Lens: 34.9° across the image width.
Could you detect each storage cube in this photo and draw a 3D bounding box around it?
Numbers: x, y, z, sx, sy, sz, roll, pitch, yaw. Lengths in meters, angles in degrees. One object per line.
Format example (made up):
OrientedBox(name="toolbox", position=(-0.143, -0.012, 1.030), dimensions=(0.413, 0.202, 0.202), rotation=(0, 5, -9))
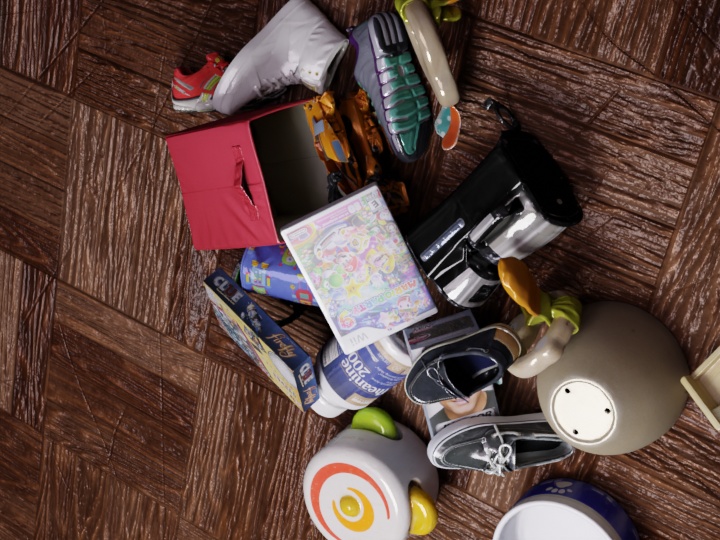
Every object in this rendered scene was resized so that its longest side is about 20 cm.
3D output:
OrientedBox(name="storage cube", position=(-0.139, -0.137, 1.607), dimensions=(0.178, 0.199, 0.173), rotation=(-3, 106, 42))

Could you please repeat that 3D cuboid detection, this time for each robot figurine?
OrientedBox(name="robot figurine", position=(0.000, -0.145, 1.556), dimensions=(0.058, 0.144, 0.202), rotation=(-29, 81, 44))

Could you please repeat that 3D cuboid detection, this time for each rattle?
OrientedBox(name="rattle", position=(0.184, 0.070, 1.496), dimensions=(0.200, 0.141, 0.132), rotation=(-17, 57, 66))
OrientedBox(name="rattle", position=(0.133, -0.277, 1.466), dimensions=(0.202, 0.142, 0.130), rotation=(65, 166, -3))

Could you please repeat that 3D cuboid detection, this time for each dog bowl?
OrientedBox(name="dog bowl", position=(0.289, 0.398, 1.606), dimensions=(0.198, 0.079, 0.203), rotation=(11, 113, 28))

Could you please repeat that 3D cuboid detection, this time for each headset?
OrientedBox(name="headset", position=(-0.114, 0.003, 1.705), dimensions=(0.200, 0.094, 0.124), rotation=(-42, 84, 18))

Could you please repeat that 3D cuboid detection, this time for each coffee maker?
OrientedBox(name="coffee maker", position=(0.165, -0.079, 1.500), dimensions=(0.200, 0.134, 0.194), rotation=(-42, 45, 34))

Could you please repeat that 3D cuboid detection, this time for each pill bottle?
OrientedBox(name="pill bottle", position=(0.004, 0.132, 1.667), dimensions=(0.200, 0.111, 0.111), rotation=(-40, 85, 35))

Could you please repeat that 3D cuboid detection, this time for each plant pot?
OrientedBox(name="plant pot", position=(0.309, 0.157, 1.476), dimensions=(0.198, 0.134, 0.203), rotation=(11, 113, 27))

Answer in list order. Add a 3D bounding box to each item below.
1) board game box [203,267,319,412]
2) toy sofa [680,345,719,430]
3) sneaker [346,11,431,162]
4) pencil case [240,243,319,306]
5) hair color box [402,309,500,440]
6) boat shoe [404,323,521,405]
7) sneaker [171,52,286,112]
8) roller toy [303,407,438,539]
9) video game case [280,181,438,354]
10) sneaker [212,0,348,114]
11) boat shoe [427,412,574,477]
OrientedBox(name="board game box", position=(-0.141, 0.100, 1.644), dimensions=(0.200, 0.035, 0.136), rotation=(43, 160, 25))
OrientedBox(name="toy sofa", position=(0.493, 0.101, 1.386), dimensions=(0.201, 0.097, 0.083), rotation=(-56, 51, 33))
OrientedBox(name="sneaker", position=(0.036, -0.244, 1.554), dimensions=(0.087, 0.074, 0.203), rotation=(-5, 98, 52))
OrientedBox(name="pencil case", position=(-0.068, 0.004, 1.612), dimensions=(0.197, 0.088, 0.078), rotation=(9, 148, 13))
OrientedBox(name="hair color box", position=(0.131, 0.164, 1.578), dimensions=(0.098, 0.061, 0.202), rotation=(-16, 118, -1))
OrientedBox(name="boat shoe", position=(0.121, 0.130, 1.457), dimensions=(0.075, 0.062, 0.199), rotation=(46, 135, -12))
OrientedBox(name="sneaker", position=(-0.200, -0.277, 1.675), dimensions=(0.198, 0.077, 0.086), rotation=(0, 98, 29))
OrientedBox(name="roller toy", position=(0.014, 0.327, 1.713), dimensions=(0.201, 0.139, 0.182), rotation=(51, 125, 6))
OrientedBox(name="video game case", position=(0.000, 0.000, 1.526), dimensions=(0.142, 0.018, 0.201), rotation=(-25, 111, 6))
OrientedBox(name="sneaker", position=(-0.105, -0.270, 1.577), dimensions=(0.115, 0.074, 0.200), rotation=(43, 93, 11))
OrientedBox(name="boat shoe", position=(0.192, 0.245, 1.556), dimensions=(0.197, 0.068, 0.074), rotation=(-3, 118, -8))
